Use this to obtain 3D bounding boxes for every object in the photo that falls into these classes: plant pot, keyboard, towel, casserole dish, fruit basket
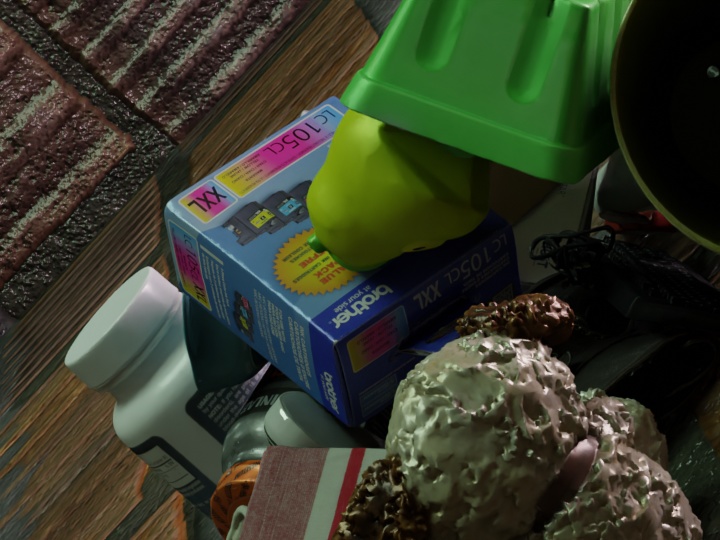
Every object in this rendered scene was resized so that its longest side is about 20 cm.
[{"bbox_3d":[0.224,-0.091,1.617,0.187,0.187,0.200,-48,-2,0],"label":"plant pot"},{"bbox_3d":[0.159,-0.005,1.682,0.200,0.103,0.040,-127,45,-78],"label":"keyboard"},{"bbox_3d":[0.037,0.136,1.568,0.144,0.199,0.023,-74,-16,-63],"label":"towel"},{"bbox_3d":[-0.072,0.007,1.924,0.039,0.122,0.200,1,15,12],"label":"casserole dish"},{"bbox_3d":[0.061,-0.077,1.615,0.216,0.155,0.217,20,-90,-78],"label":"fruit basket"}]

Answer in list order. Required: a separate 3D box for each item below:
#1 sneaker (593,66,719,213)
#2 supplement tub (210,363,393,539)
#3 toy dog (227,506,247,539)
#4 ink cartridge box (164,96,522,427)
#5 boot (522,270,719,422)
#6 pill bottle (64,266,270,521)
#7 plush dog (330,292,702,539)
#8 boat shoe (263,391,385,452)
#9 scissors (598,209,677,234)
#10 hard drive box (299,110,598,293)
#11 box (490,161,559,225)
[{"bbox_3d":[0.196,-0.089,1.867,0.200,0.080,0.077,-35,20,56],"label":"sneaker"},{"bbox_3d":[-0.011,0.098,1.905,0.122,0.122,0.200,-33,19,49],"label":"supplement tub"},{"bbox_3d":[-0.125,0.233,1.784,0.201,0.096,0.132,-65,22,18],"label":"toy dog"},{"bbox_3d":[0.000,0.000,1.715,0.136,0.077,0.200,-34,50,-22],"label":"ink cartridge box"},{"bbox_3d":[0.139,0.054,1.675,0.174,0.069,0.200,-9,22,49],"label":"boot"},{"bbox_3d":[-0.101,0.095,2.039,0.120,0.200,0.120,-45,13,13],"label":"pill bottle"},{"bbox_3d":[0.081,0.108,1.401,0.200,0.172,0.160,-56,22,-23],"label":"plush dog"},{"bbox_3d":[-0.007,0.130,1.729,0.064,0.200,0.071,-45,56,7],"label":"boat shoe"},{"bbox_3d":[0.153,-0.027,1.712,0.073,0.014,0.200,-1,0,30],"label":"scissors"},{"bbox_3d":[0.042,-0.018,1.871,0.156,0.199,0.077,-70,-13,-53],"label":"hard drive box"},{"bbox_3d":[0.095,-0.119,1.813,0.021,0.164,0.200,8,32,33],"label":"box"}]
